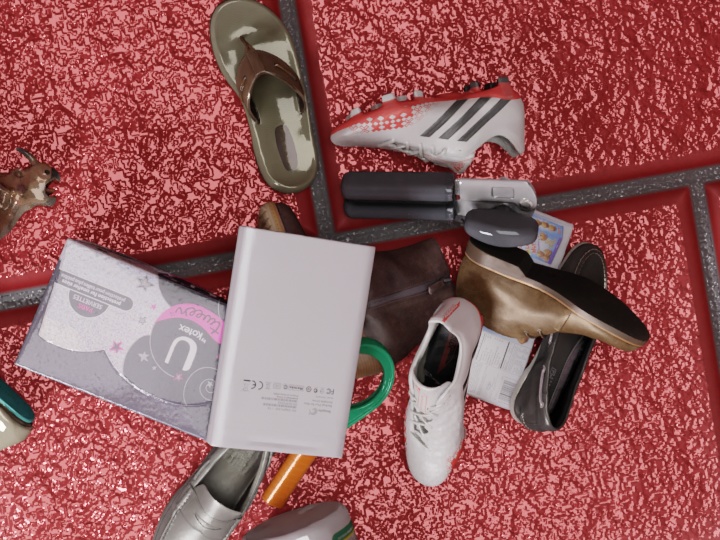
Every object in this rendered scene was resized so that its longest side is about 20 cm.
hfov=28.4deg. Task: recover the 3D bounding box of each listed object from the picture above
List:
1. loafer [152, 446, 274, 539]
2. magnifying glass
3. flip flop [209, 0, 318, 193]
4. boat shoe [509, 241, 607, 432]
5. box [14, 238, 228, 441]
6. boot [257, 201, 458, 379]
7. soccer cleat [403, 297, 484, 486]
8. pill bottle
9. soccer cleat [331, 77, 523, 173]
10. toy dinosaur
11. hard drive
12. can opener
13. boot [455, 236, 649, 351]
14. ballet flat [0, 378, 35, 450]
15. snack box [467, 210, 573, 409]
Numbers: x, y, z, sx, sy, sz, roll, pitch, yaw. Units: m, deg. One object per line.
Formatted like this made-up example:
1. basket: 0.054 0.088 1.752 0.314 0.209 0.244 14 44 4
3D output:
1. loafer: -0.146 0.227 1.391 0.070 0.070 0.201 30 86 -8
2. magnifying glass: -0.037 0.151 1.398 0.079 0.022 0.201 24 106 -28
3. flip flop: -0.090 -0.174 1.401 0.080 0.058 0.202 -16 93 -8
4. boat shoe: 0.215 0.070 1.439 0.067 0.057 0.201 24 85 -32
5. box: -0.209 0.064 1.357 0.199 0.115 0.133 23 87 -8
6. boot: 0.000 0.000 1.424 0.165 0.072 0.201 -25 93 -19
7. soccer cleat: 0.073 0.123 1.395 0.068 0.085 0.202 19 109 21
8. pill bottle: -0.037 0.339 1.388 0.112 0.113 0.202 -19 93 -8
9. soccer cleat: 0.071 -0.135 1.415 0.198 0.069 0.086 -12 88 -13
10. toy dinosaur: -0.385 -0.054 1.320 0.199 0.085 0.137 6 86 -51
11. hard drive: -0.064 0.068 1.320 0.131 0.026 0.202 8 92 -22
12. can opener: 0.077 -0.066 1.398 0.198 0.053 0.067 5 47 12
13. boot: 0.186 0.040 1.399 0.199 0.074 0.076 26 112 16
14. ballet flat: -0.397 0.094 1.359 0.069 0.069 0.200 -39 96 -6
15. snack box: 0.152 0.036 1.456 0.071 0.024 0.202 20 88 -9
